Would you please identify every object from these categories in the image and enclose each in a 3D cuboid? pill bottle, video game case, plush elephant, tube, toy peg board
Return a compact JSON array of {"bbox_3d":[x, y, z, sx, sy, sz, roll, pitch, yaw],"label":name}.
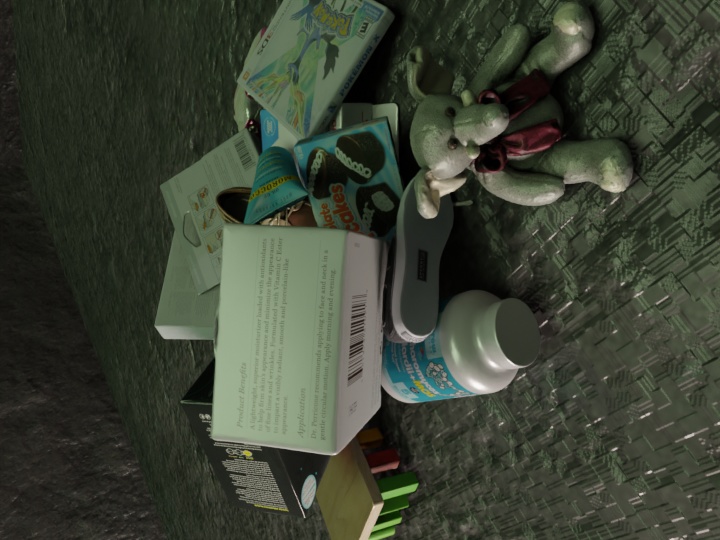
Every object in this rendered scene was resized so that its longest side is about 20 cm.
[{"bbox_3d":[0.107,0.088,0.653,0.199,0.109,0.113,-27,82,53],"label":"pill bottle"},{"bbox_3d":[-0.068,-0.281,0.731,0.184,0.022,0.200,-55,52,13],"label":"video game case"},{"bbox_3d":[0.114,-0.132,0.518,0.198,0.153,0.169,-5,100,52],"label":"plush elephant"},{"bbox_3d":[-0.099,-0.098,0.664,0.051,0.076,0.201,56,-174,-25],"label":"tube"},{"bbox_3d":[0.000,0.335,0.926,0.201,0.096,0.203,59,143,43],"label":"toy peg board"}]

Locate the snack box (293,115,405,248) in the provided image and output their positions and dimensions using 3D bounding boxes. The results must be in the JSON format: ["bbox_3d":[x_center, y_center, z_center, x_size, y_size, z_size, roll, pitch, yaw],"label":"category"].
[{"bbox_3d":[0.002,-0.072,0.697,0.113,0.037,0.204,-12,114,10],"label":"snack box"}]

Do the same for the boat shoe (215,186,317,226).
[{"bbox_3d":[-0.113,-0.070,0.779,0.195,0.072,0.078,10,81,16],"label":"boat shoe"}]

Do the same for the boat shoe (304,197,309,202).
[{"bbox_3d":[-0.097,-0.063,0.898,0.067,0.073,0.205,17,102,41],"label":"boat shoe"}]

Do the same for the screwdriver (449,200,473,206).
[{"bbox_3d":[0.060,-0.077,0.720,0.198,0.029,0.029,3,107,53],"label":"screwdriver"}]

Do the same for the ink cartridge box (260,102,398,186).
[{"bbox_3d":[-0.045,-0.161,0.759,0.197,0.066,0.119,9,106,40],"label":"ink cartridge box"}]

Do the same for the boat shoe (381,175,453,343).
[{"bbox_3d":[0.059,-0.014,0.646,0.066,0.069,0.205,-30,49,57],"label":"boat shoe"}]

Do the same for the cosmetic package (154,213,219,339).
[{"bbox_3d":[-0.222,0.006,0.886,0.052,0.147,0.204,86,-175,-60],"label":"cosmetic package"}]

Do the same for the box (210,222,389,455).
[{"bbox_3d":[-0.052,0.060,0.599,0.127,0.200,0.205,4,91,14],"label":"box"}]

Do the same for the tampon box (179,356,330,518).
[{"bbox_3d":[-0.126,0.208,0.789,0.123,0.151,0.204,-2,121,23],"label":"tampon box"}]

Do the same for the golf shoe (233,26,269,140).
[{"bbox_3d":[-0.168,-0.295,0.901,0.092,0.074,0.202,52,138,31],"label":"golf shoe"}]

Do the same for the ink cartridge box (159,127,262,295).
[{"bbox_3d":[-0.199,-0.086,0.869,0.171,0.043,0.203,-29,73,12],"label":"ink cartridge box"}]
